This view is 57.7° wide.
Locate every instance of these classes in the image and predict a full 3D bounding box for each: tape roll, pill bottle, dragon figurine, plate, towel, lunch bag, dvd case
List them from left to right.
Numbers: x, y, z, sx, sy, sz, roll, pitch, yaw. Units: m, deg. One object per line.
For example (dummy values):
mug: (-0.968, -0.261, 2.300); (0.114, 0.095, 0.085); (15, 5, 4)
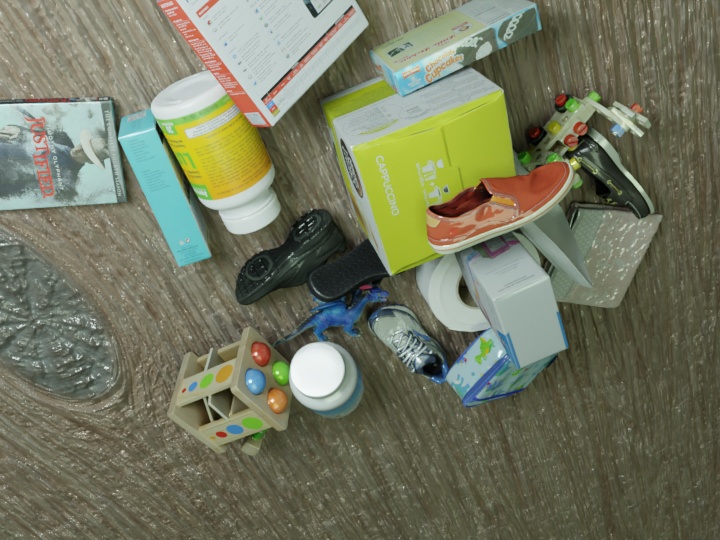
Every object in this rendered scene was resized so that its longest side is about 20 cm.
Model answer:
dvd case: (-0.418, -0.150, 0.849); (0.200, 0.022, 0.146); (-5, 122, -15)
pill bottle: (-0.181, -0.151, 0.865); (0.111, 0.111, 0.200); (-23, 125, -2)
pill bottle: (-0.055, 0.176, 1.056); (0.109, 0.109, 0.200); (-23, 162, -2)
dragon figurine: (-0.052, 0.064, 1.069); (0.200, 0.059, 0.100); (-9, 123, -1)
tape roll: (0.198, 0.005, 1.105); (0.202, 0.071, 0.203); (-8, 123, -13)
lunch bag: (0.257, 0.169, 1.175); (0.200, 0.082, 0.161); (2, 134, -48)
plate: (0.274, -0.085, 1.002); (0.032, 0.200, 0.200); (-34, 126, 26)
towel: (0.429, -0.024, 1.181); (0.191, 0.032, 0.200); (4, 120, -20)

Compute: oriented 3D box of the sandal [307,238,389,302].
sandal: (0.000, 0.000, 1.022); (0.200, 0.075, 0.045); (-24, 155, -31)

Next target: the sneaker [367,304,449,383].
sneaker: (0.094, 0.133, 1.144); (0.077, 0.085, 0.200); (-45, 122, 13)

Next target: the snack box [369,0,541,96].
snack box: (0.120, -0.303, 0.860); (0.200, 0.116, 0.037); (-26, 125, 0)

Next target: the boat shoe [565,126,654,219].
boat shoe: (0.411, -0.148, 1.076); (0.061, 0.072, 0.201); (-43, 115, 12)

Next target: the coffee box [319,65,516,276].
coffee box: (0.080, -0.150, 0.893); (0.200, 0.198, 0.200); (-21, 125, -3)

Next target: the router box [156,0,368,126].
router box: (-0.105, -0.305, 0.777); (0.200, 0.049, 0.180); (-51, 126, -18)

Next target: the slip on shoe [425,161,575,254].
slip on shoe: (0.170, -0.087, 0.801); (0.200, 0.074, 0.061); (-24, 122, 1)

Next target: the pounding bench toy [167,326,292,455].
pounding bench toy: (-0.175, 0.212, 1.060); (0.156, 0.124, 0.200); (-23, 127, 22)

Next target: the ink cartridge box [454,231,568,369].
ink cartridge box: (0.210, 0.021, 0.957); (0.085, 0.200, 0.145); (-24, 124, 3)

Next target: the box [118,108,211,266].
box: (-0.261, -0.110, 0.885); (0.049, 0.082, 0.200); (-19, 124, -4)

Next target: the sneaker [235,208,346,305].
sneaker: (-0.105, -0.004, 1.009); (0.200, 0.076, 0.091); (-36, 133, 10)

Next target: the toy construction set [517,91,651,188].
toy construction set: (0.322, -0.194, 0.977); (0.200, 0.131, 0.092); (-39, 123, 3)
